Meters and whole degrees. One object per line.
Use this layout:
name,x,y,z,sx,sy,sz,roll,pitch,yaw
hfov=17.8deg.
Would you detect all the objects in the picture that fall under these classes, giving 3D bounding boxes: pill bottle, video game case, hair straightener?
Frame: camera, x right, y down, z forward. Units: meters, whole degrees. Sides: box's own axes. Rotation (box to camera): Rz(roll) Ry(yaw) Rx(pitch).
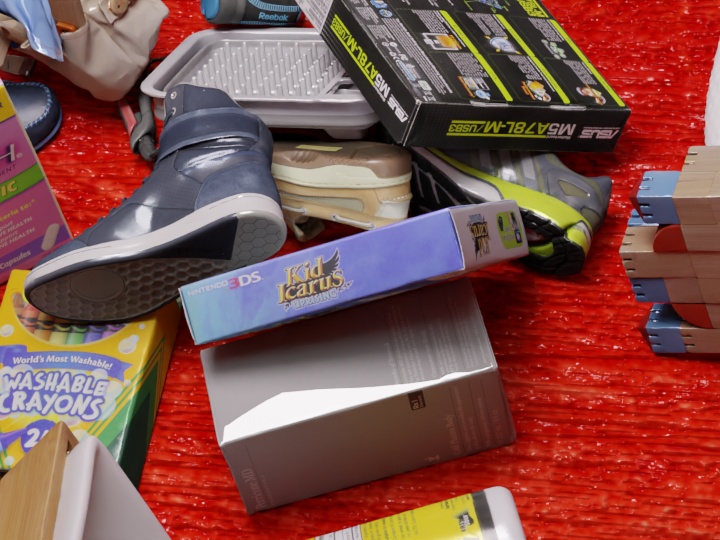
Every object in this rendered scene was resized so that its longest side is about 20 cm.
pill bottle,0.016,0.219,1.488,0.198,0.113,0.113,-16,53,1
video game case,0.000,0.000,1.587,0.198,0.181,0.046,-16,88,18
hair straightener,-0.168,-0.159,1.835,0.076,0.041,0.201,-22,49,-4

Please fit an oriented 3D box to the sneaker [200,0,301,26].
sneaker,-0.092,-0.270,1.896,0.081,0.073,0.201,8,49,-17

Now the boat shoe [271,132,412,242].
boat shoe,-0.047,-0.058,1.724,0.199,0.077,0.071,11,21,41

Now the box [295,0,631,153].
box,0.074,-0.163,1.716,0.192,0.048,0.200,1,38,-34

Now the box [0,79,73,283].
box,-0.330,-0.068,1.710,0.175,0.201,0.097,-27,54,-9

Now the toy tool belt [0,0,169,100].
toy tool belt,-0.256,-0.213,1.810,0.199,0.123,0.126,17,82,40

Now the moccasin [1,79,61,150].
moccasin,-0.337,-0.111,1.823,0.198,0.068,0.081,-17,53,-1

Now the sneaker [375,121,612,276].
sneaker,0.098,-0.067,1.708,0.199,0.074,0.081,29,54,22

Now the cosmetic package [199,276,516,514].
cosmetic package,-0.003,0.088,1.589,0.198,0.107,0.091,-19,55,1

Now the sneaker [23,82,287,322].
sneaker,-0.152,-0.051,1.666,0.201,0.077,0.147,-19,51,12

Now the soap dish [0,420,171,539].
soap dish,-0.180,0.221,1.477,0.081,0.158,0.201,-20,34,15

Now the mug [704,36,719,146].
mug,0.342,-0.106,1.643,0.199,0.148,0.177,23,66,-9

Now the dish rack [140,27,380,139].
dish rack,-0.055,-0.143,1.768,0.198,0.044,0.172,3,25,14

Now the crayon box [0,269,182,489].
crayon box,-0.208,0.071,1.678,0.125,0.052,0.201,3,55,14

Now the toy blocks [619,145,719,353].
toy blocks,0.241,-0.013,1.567,0.136,0.201,0.100,1,45,26
